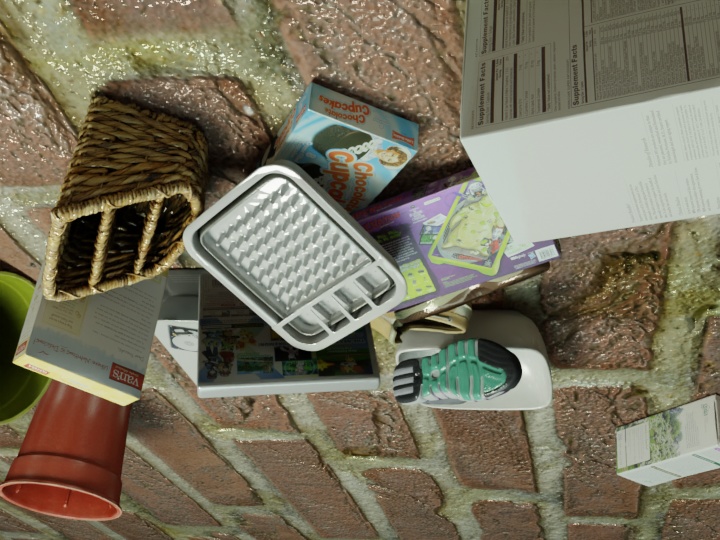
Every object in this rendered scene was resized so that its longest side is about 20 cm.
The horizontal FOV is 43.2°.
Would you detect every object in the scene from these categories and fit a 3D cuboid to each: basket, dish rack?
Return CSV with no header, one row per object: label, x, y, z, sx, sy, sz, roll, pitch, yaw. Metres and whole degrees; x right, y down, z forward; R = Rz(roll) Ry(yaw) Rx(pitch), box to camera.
basket,-0.236,-0.051,0.934,0.141,0.151,0.200,16,148,-15
dish rack,-0.064,-0.017,0.928,0.171,0.044,0.200,-32,116,35

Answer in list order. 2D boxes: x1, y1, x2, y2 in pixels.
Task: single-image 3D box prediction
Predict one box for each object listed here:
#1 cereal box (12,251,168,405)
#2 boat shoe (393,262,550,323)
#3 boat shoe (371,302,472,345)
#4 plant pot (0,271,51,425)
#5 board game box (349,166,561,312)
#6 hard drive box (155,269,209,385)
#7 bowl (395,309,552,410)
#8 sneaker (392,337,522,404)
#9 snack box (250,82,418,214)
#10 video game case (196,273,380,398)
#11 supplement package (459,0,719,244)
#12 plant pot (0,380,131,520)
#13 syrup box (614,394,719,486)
cereal box,-0.301,0.037,1.044,0.143,0.202,0.039,30,143,-34
boat shoe,0.116,-0.003,1.026,0.201,0.076,0.074,-24,172,31
boat shoe,0.040,0.054,1.124,0.198,0.077,0.072,-6,151,25
plant pot,-0.552,0.101,1.239,0.191,0.202,0.200,1,152,33
board game box,0.092,-0.035,0.932,0.198,0.032,0.121,-18,125,19
hard drive box,-0.176,0.081,1.217,0.154,0.078,0.201,0,149,13
bowl,0.153,0.116,1.209,0.197,0.075,0.200,-3,148,14
sneaker,0.132,0.128,1.110,0.087,0.075,0.199,14,162,-39
snack box,-0.037,-0.100,0.918,0.115,0.037,0.200,17,148,-20
video game case,-0.086,0.067,1.041,0.197,0.183,0.022,-1,131,-8
supplement package,0.195,-0.134,0.701,0.198,0.152,0.152,-8,147,24
plant pot,-0.474,0.290,1.514,0.198,0.197,0.201,6,150,3
syrup box,0.487,0.262,1.382,0.081,0.080,0.200,23,146,-25
